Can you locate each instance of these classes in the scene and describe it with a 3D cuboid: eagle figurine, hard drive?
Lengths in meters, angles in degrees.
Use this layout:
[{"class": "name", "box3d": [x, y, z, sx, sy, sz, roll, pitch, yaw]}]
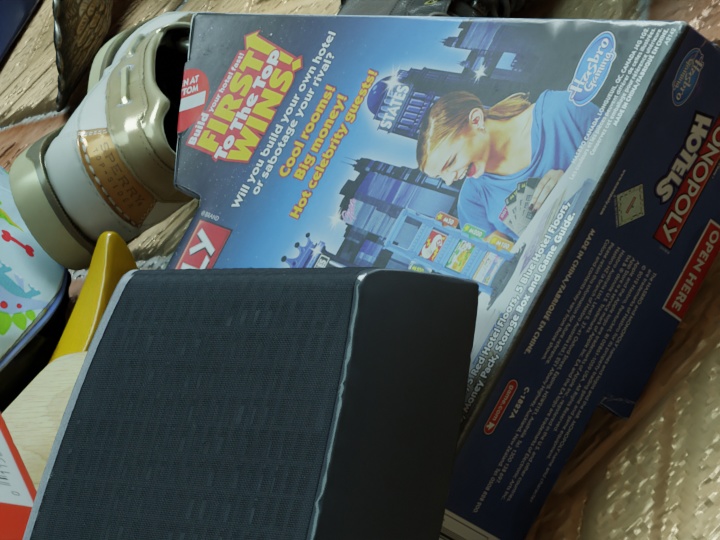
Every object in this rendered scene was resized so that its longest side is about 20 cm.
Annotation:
[{"class": "eagle figurine", "box3d": [-0.132, -0.178, 1.399, 0.200, 0.151, 0.152, 44, 135, 39]}, {"class": "hard drive", "box3d": [-0.044, 0.092, 0.764, 0.135, 0.042, 0.200, 0, 71, 44]}]

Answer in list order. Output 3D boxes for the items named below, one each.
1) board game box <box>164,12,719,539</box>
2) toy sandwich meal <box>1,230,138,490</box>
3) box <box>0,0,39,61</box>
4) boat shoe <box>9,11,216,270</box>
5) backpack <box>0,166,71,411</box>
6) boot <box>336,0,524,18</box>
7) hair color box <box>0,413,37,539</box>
[{"class": "board game box", "box3d": [0.000, 0.000, 0.850, 0.200, 0.062, 0.200, 26, 86, 48]}, {"class": "toy sandwich meal", "box3d": [-0.081, 0.050, 0.966, 0.205, 0.070, 0.205, -37, 25, 20]}, {"class": "box", "box3d": [-0.249, -0.094, 1.542, 0.121, 0.032, 0.200, -23, 31, 44]}, {"class": "boat shoe", "box3d": [-0.072, -0.062, 1.117, 0.068, 0.075, 0.200, -29, 16, 23]}, {"class": "backpack", "box3d": [-0.211, 0.021, 1.101, 0.183, 0.147, 0.200, -47, 12, -2]}, {"class": "boot", "box3d": [0.038, -0.097, 1.016, 0.200, 0.069, 0.174, -3, 39, 49]}, {"class": "hair color box", "box3d": [-0.176, 0.128, 0.889, 0.200, 0.064, 0.111, -61, 38, 24]}]
